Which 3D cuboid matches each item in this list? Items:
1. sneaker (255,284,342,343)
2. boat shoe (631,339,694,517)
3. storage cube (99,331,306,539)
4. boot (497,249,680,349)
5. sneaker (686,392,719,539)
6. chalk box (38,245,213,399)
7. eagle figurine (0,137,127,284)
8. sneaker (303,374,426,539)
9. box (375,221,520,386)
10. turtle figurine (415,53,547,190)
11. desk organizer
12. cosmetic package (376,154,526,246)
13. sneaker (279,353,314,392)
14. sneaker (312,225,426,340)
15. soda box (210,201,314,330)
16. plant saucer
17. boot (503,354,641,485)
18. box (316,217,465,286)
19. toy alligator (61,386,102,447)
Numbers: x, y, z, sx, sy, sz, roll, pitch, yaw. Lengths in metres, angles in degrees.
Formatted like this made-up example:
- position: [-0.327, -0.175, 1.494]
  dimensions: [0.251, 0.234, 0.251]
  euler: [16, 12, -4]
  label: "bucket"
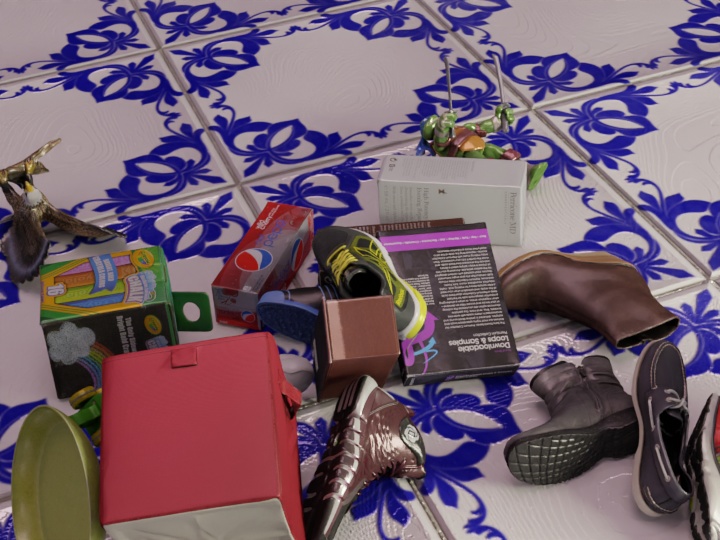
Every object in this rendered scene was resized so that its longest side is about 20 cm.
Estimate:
- position: [-0.028, 0.047, 1.534]
  dimensions: [0.198, 0.070, 0.078]
  euler: [11, 48, 5]
  label: "sneaker"
- position: [0.332, 0.160, 1.302]
  dimensions: [0.072, 0.063, 0.201]
  euler: [23, 58, -21]
  label: "boat shoe"
- position: [-0.152, 0.191, 1.225]
  dimensions: [0.198, 0.171, 0.181]
  euler: [-8, 56, 2]
  label: "storage cube"
- position: [0.272, 0.040, 1.516]
  dimensions: [0.198, 0.073, 0.167]
  euler: [-12, 35, -17]
  label: "boot"
- position: [0.388, 0.218, 1.284]
  dimensions: [0.084, 0.077, 0.201]
  euler: [11, 45, 1]
  label: "sneaker"
- position: [-0.283, 0.058, 1.502]
  dimensions: [0.198, 0.126, 0.124]
  euler: [-9, 37, -9]
  label: "chalk box"
- position: [-0.444, -0.073, 1.717]
  dimensions: [0.152, 0.151, 0.200]
  euler: [-42, 74, 13]
  label: "eagle figurine"
- position: [0.015, 0.220, 1.307]
  dimensions: [0.115, 0.076, 0.201]
  euler: [29, 63, -18]
  label: "sneaker"
- position: [0.103, 0.039, 1.491]
  dimensions: [0.142, 0.036, 0.201]
  euler: [-4, 60, -11]
  label: "box"
- position: [0.180, -0.205, 1.770]
  dimensions: [0.194, 0.144, 0.200]
  euler: [41, 97, 22]
  label: "turtle figurine"
- position: [-0.009, 0.089, 1.372]
  dimensions: [0.076, 0.200, 0.072]
  euler: [-5, 73, -7]
  label: "desk organizer"
- position: [0.127, -0.097, 1.691]
  dimensions: [0.198, 0.102, 0.074]
  euler: [3, 38, 12]
  label: "cosmetic package"
- position: [-0.122, 0.174, 1.386]
  dimensions: [0.199, 0.078, 0.099]
  euler: [-34, 52, -21]
  label: "sneaker"
- position: [0.000, 0.000, 1.451]
  dimensions: [0.075, 0.084, 0.200]
  euler: [-54, 51, 6]
  label: "sneaker"
- position: [-0.127, -0.009, 1.626]
  dimensions: [0.069, 0.064, 0.200]
  euler: [10, 38, 16]
  label: "soda box"
- position: [-0.299, 0.234, 1.225]
  dimensions: [0.031, 0.201, 0.200]
  euler: [-1, 29, -36]
  label: "plant saucer"
- position: [0.223, 0.163, 1.371]
  dimensions: [0.198, 0.070, 0.132]
  euler: [-8, 34, -25]
  label: "boot"
- position: [0.044, -0.008, 1.603]
  dimensions: [0.198, 0.075, 0.101]
  euler: [-5, 36, 1]
  label: "box"
- position: [-0.260, 0.152, 1.343]
  dimensions: [0.054, 0.200, 0.060]
  euler: [-35, 78, 11]
  label: "toy alligator"
